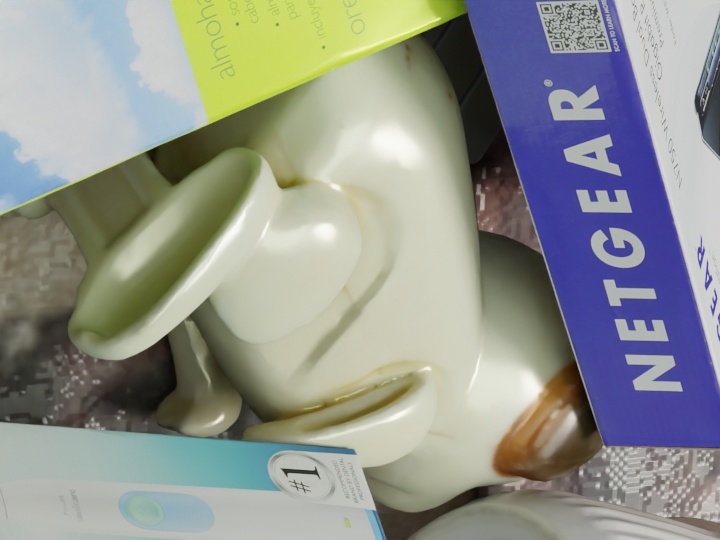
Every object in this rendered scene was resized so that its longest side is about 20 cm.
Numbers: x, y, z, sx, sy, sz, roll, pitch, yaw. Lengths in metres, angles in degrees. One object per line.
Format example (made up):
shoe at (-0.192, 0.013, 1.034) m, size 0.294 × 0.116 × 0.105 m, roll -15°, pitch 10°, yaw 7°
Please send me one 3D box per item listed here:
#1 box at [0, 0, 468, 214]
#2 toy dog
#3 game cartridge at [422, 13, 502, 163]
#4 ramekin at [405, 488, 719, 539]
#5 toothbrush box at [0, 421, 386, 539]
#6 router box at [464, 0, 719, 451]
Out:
box at (-0.072, -0.097, 0.788) m, size 0.199 × 0.048 × 0.123 m, roll -25°, pitch 113°, yaw -18°
toy dog at (0.000, 0.000, 0.933) m, size 0.194 × 0.139 × 0.200 m, roll -48°, pitch 127°, yaw -5°
game cartridge at (0.048, -0.152, 0.966) m, size 0.129 × 0.038 × 0.201 m, roll 36°, pitch 87°, yaw -32°
ramekin at (0.066, 0.170, 0.947) m, size 0.105 × 0.200 × 0.201 m, roll 24°, pitch 93°, yaw -33°
toothbrush box at (-0.084, 0.125, 0.809) m, size 0.199 × 0.147 × 0.086 m, roll 6°, pitch 132°, yaw -26°
router box at (0.101, -0.073, 0.910) m, size 0.180 × 0.049 × 0.201 m, roll -68°, pitch 149°, yaw -41°
